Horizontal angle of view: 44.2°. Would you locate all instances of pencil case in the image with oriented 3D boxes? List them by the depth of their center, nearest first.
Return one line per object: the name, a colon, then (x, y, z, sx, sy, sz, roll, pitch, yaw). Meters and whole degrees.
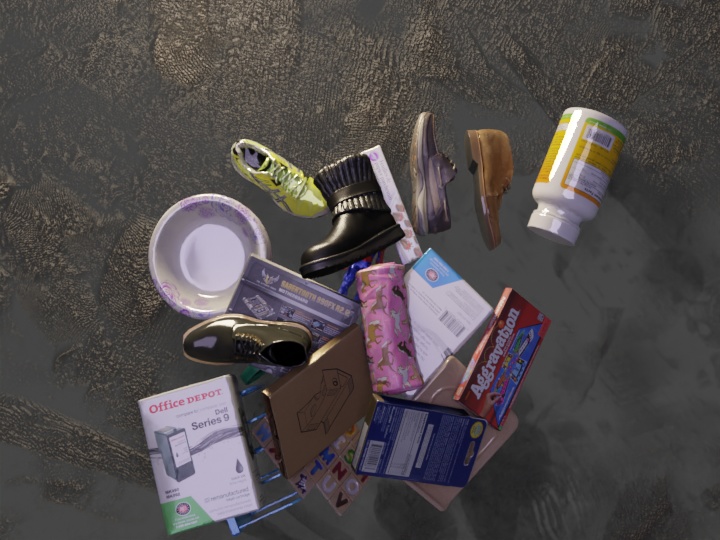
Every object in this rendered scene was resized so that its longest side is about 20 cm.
pencil case: (0.044, 0.088, 1.366, 0.081, 0.087, 0.204, -10, 85, 3)

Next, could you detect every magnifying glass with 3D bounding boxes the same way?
magnifying glass: (-0.117, 0.122, 1.475, 0.199, 0.080, 0.022, -40, 81, -10)

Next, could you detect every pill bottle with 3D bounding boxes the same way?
pill bottle: (0.344, -0.148, 1.432, 0.109, 0.111, 0.203, 22, 88, 6)

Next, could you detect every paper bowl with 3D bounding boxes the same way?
paper bowl: (-0.244, -0.020, 1.473, 0.196, 0.104, 0.205, 0, 86, 3)

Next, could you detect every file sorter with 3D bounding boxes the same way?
file sorter: (-0.179, 0.296, 1.431, 0.121, 0.139, 0.203, -24, 84, -1)

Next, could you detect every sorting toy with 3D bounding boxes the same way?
sorting toy: (0.136, 0.262, 1.426, 0.185, 0.036, 0.201, 42, 88, -24)

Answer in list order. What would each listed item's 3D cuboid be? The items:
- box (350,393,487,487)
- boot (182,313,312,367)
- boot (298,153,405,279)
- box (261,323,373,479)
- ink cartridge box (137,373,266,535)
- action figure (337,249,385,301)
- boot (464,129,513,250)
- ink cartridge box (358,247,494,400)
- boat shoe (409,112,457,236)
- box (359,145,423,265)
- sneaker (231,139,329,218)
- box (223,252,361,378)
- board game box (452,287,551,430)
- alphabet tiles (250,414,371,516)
box: (0.092, 0.267, 1.373, 0.197, 0.032, 0.123, 13, 101, -21)
boot: (-0.169, 0.109, 1.304, 0.196, 0.138, 0.079, -6, 96, -3)
boot: (-0.039, -0.087, 1.409, 0.209, 0.079, 0.160, -25, 85, -37)
box: (-0.060, 0.199, 1.363, 0.021, 0.166, 0.199, 21, 42, 40)
ink cartridge box: (-0.236, 0.270, 1.322, 0.143, 0.084, 0.204, -15, 84, -1)
action figure: (0.000, 0.000, 1.472, 0.064, 0.052, 0.203, 19, 75, 3)
boot: (0.222, -0.136, 1.466, 0.074, 0.074, 0.204, -5, 83, -6)
ink cartridge box: (0.099, 0.089, 1.447, 0.146, 0.084, 0.200, 44, 91, 7)
boat shoe: (0.122, -0.160, 1.478, 0.072, 0.074, 0.204, -1, 94, -5)
box: (0.053, -0.107, 1.489, 0.038, 0.041, 0.203, -21, 85, 3)
sneaker: (-0.138, -0.151, 1.489, 0.198, 0.076, 0.076, 29, 87, 5)
box: (-0.115, 0.086, 1.402, 0.197, 0.048, 0.161, 23, 91, -7)
board game box: (0.229, 0.141, 1.420, 0.102, 0.019, 0.202, 35, 74, -25)
alphabet tiles: (-0.065, 0.282, 1.417, 0.201, 0.008, 0.167, 53, 47, -6)
